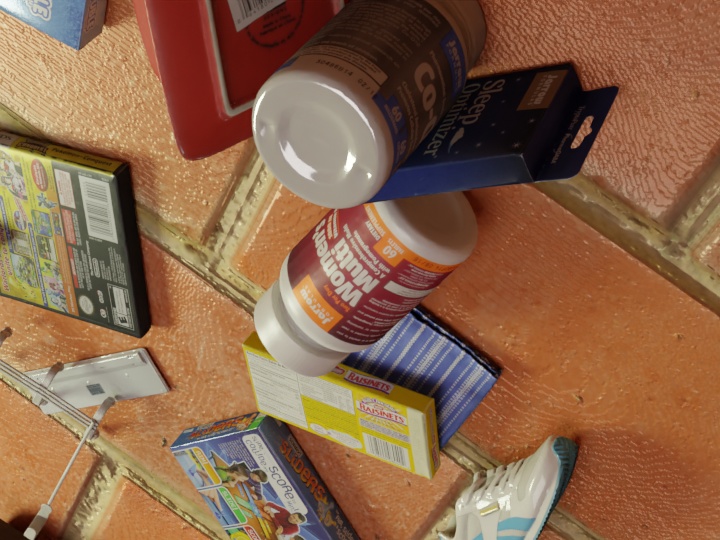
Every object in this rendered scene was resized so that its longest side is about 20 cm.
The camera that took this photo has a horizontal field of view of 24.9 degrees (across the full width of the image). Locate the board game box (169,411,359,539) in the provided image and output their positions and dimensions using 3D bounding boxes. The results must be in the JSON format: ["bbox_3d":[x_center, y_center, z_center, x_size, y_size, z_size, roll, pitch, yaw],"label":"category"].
[{"bbox_3d":[-0.094,0.242,1.695,0.135,0.034,0.201,-15,114,38],"label":"board game box"}]

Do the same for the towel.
[{"bbox_3d":[0.020,0.077,1.508,0.199,0.024,0.145,37,135,3],"label":"towel"}]

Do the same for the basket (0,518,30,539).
[{"bbox_3d":[-0.379,0.404,1.934,0.199,0.136,0.181,25,137,9],"label":"basket"}]

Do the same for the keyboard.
[{"bbox_3d":[-0.287,0.120,1.744,0.199,0.011,0.056,-12,121,38],"label":"keyboard"}]

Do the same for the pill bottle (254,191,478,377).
[{"bbox_3d":[0.000,0.000,1.383,0.110,0.110,0.200,43,125,-4],"label":"pill bottle"}]

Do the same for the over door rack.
[{"bbox_3d":[-0.367,0.172,1.768,0.147,0.067,0.201,33,116,0],"label":"over door rack"}]

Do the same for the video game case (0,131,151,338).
[{"bbox_3d":[-0.299,-0.038,1.620,0.179,0.026,0.201,15,130,22],"label":"video game case"}]

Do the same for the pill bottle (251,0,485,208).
[{"bbox_3d":[0.013,-0.143,1.222,0.113,0.200,0.114,17,131,21],"label":"pill bottle"}]

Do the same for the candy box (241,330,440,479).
[{"bbox_3d":[-0.018,0.128,1.549,0.199,0.026,0.103,19,140,24],"label":"candy box"}]

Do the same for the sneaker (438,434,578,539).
[{"bbox_3d":[0.136,0.215,1.505,0.081,0.077,0.201,34,132,8],"label":"sneaker"}]

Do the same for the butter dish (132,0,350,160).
[{"bbox_3d":[-0.108,-0.221,1.277,0.147,0.199,0.201,31,140,41],"label":"butter dish"}]

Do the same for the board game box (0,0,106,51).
[{"bbox_3d":[-0.301,-0.317,1.396,0.198,0.043,0.201,27,133,10],"label":"board game box"}]

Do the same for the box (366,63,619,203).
[{"bbox_3d":[0.091,-0.106,1.255,0.199,0.121,0.033,-5,127,33],"label":"box"}]
